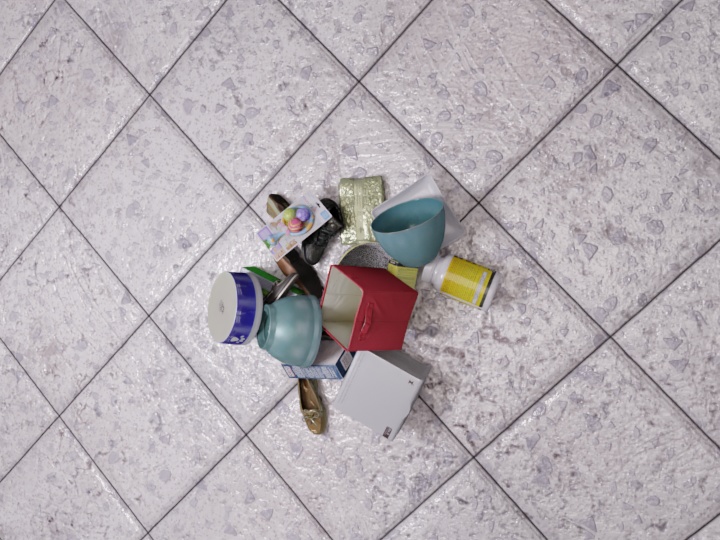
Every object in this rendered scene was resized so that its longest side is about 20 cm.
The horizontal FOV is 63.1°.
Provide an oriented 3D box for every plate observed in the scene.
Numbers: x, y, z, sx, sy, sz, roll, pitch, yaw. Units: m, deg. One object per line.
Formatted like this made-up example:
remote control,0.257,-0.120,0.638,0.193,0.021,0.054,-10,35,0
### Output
plate,0.162,-0.137,1.650,0.199,0.032,0.201,-32,94,12

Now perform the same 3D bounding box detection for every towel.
towel,0.006,-0.172,1.702,0.147,0.036,0.202,-2,91,14

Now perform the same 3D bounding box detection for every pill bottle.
pill bottle,0.272,0.025,1.596,0.198,0.112,0.113,22,97,13

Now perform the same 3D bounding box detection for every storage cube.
storage cube,0.015,0.095,1.541,0.200,0.178,0.173,36,117,52

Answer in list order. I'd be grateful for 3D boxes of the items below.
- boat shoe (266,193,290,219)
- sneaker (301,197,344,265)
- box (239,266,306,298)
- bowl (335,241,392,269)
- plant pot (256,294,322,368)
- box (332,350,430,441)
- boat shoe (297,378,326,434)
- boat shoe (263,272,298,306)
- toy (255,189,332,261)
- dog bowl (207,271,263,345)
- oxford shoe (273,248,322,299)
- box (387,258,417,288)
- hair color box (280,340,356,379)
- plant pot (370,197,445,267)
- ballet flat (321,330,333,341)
boat shoe,-0.219,-0.143,1.732,0.200,0.071,0.077,51,126,37
sneaker,-0.109,-0.105,1.691,0.076,0.114,0.201,20,97,-26
box,-0.288,0.108,1.754,0.198,0.097,0.178,24,98,13
bowl,0.000,0.000,1.660,0.199,0.094,0.203,-10,115,-22
plant pot,-0.203,0.158,1.589,0.133,0.200,0.203,10,95,-25
box,0.061,0.326,1.641,0.199,0.131,0.200,28,103,12
boat shoe,-0.153,0.392,1.741,0.073,0.063,0.202,-15,88,14
boat shoe,-0.254,0.075,1.664,0.057,0.067,0.200,40,101,6
toy,-0.192,-0.133,1.632,0.200,0.047,0.115,-40,67,0
dog bowl,-0.350,0.105,1.629,0.199,0.078,0.202,-14,73,52
oxford shoe,-0.187,0.012,1.752,0.201,0.071,0.071,52,130,8
box,0.104,0.073,1.639,0.075,0.050,0.202,4,100,-27
hair color box,-0.119,0.254,1.676,0.198,0.100,0.061,-5,124,34
plant pot,0.141,-0.089,1.559,0.198,0.201,0.136,-14,116,15
ballet flat,-0.105,0.197,1.725,0.198,0.067,0.064,24,107,14
